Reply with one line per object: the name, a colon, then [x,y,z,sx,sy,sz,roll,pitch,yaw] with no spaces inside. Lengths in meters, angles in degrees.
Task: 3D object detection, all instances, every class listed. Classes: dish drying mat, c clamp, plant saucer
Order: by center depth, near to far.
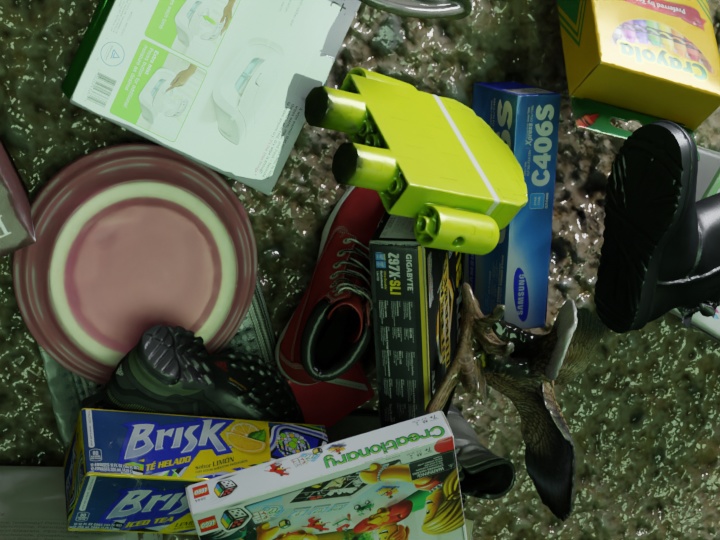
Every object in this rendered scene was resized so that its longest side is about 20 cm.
c clamp: [0.047,-0.263,0.958,0.169,0.202,0.027,19,141,-18]
plant saucer: [-0.176,0.001,0.985,0.198,0.051,0.203,-4,103,-18]
dish drying mat: [-0.082,0.134,1.062,0.199,0.018,0.077,-33,116,-16]

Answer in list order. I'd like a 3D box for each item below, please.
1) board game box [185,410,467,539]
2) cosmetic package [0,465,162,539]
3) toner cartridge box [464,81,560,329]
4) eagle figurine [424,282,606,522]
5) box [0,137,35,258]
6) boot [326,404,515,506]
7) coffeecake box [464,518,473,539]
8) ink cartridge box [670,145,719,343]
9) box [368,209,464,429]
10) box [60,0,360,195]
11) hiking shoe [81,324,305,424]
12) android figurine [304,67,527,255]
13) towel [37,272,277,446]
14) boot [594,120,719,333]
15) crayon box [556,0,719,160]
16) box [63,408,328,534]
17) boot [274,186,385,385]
board game box: [-0.021,0.188,0.923,0.198,0.035,0.127,-16,126,-7]
cosmetic package: [-0.252,0.270,0.956,0.164,0.200,0.169,0,108,2]
toner cartridge box: [0.130,-0.059,1.070,0.043,0.095,0.202,-3,105,-17]
eagle figurine: [0.143,0.094,1.010,0.152,0.151,0.200,-47,125,9]
box: [-0.349,-0.091,0.868,0.165,0.164,0.202,-27,111,-9]
boot: [0.027,0.172,1.078,0.198,0.131,0.068,-11,109,-14]
coffeecake box: [-0.018,0.260,1.048,0.198,0.073,0.154,14,134,2]
ink cartridge box: [0.360,-0.006,1.164,0.199,0.087,0.146,29,94,-24]
box: [0.051,0.030,1.017,0.049,0.160,0.202,3,118,12]
box: [-0.111,-0.189,0.956,0.175,0.097,0.202,23,96,-23]
hiking shoe: [-0.128,0.113,0.994,0.100,0.076,0.199,-35,134,22]
android figurine: [0.052,-0.087,0.947,0.199,0.183,0.041,7,134,-41]
towel: [-0.170,0.067,1.039,0.198,0.035,0.195,-17,109,-13]
boot: [0.278,-0.043,1.008,0.161,0.073,0.200,-16,127,-29]
crayon box: [0.232,-0.197,1.024,0.126,0.051,0.202,11,58,-21]
box: [-0.122,0.157,0.938,0.198,0.065,0.070,7,130,-24]
boot: [0.000,0.000,1.003,0.072,0.144,0.202,27,78,-8]
